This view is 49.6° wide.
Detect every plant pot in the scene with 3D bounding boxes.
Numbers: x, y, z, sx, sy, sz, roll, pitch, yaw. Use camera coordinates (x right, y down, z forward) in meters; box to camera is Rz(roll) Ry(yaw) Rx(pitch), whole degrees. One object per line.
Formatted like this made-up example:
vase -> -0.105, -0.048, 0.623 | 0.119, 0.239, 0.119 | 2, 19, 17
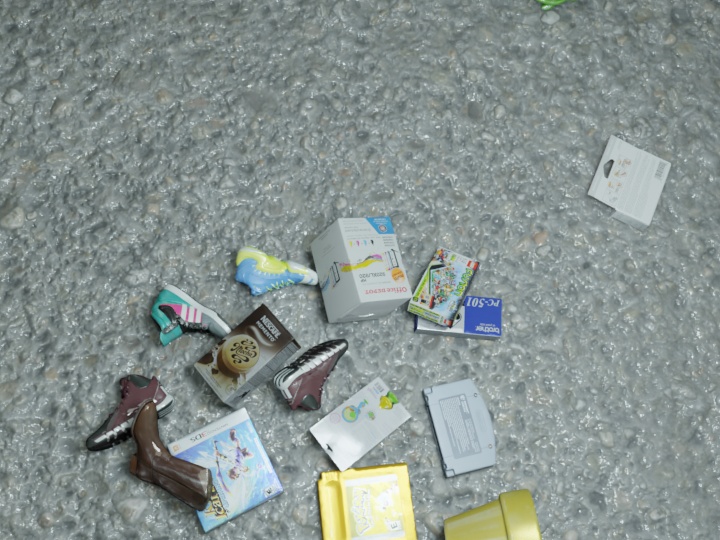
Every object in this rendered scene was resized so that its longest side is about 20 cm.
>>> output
plant pot -> 0.274, 0.565, 1.602 | 0.188, 0.201, 0.201 | -11, 72, 6

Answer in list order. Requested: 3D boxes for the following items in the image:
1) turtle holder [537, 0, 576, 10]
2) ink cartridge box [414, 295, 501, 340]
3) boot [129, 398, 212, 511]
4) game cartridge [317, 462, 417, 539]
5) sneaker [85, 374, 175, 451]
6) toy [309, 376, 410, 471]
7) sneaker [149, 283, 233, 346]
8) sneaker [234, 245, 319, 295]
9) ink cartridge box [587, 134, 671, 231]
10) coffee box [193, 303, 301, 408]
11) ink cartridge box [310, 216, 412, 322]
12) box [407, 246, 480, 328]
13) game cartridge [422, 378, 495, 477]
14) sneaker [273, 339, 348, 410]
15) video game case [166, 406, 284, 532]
turtle holder -> 0.534, -0.799, 2.137 | 0.141, 0.132, 0.186 | -31, 77, -17
ink cartridge box -> 0.228, 0.106, 1.825 | 0.199, 0.044, 0.094 | 6, 71, -5
boot -> -0.372, 0.374, 1.576 | 0.200, 0.064, 0.187 | 19, 112, 25
game cartridge -> 0.013, 0.509, 1.663 | 0.199, 0.032, 0.177 | -4, 71, -10
sneaker -> -0.506, 0.292, 1.658 | 0.200, 0.076, 0.116 | -28, 71, -26
toy -> -0.001, 0.338, 1.713 | 0.200, 0.047, 0.115 | -35, 75, -21
sneaker -> -0.384, 0.126, 1.717 | 0.200, 0.084, 0.121 | 31, 65, 12
sneaker -> -0.197, 0.020, 1.797 | 0.200, 0.076, 0.105 | 20, 88, -1
ink cartridge box -> 0.684, -0.226, 2.001 | 0.176, 0.045, 0.200 | 27, 69, 2
coffee box -> -0.243, 0.184, 1.689 | 0.200, 0.080, 0.113 | -42, 70, -6
ink cartridge box -> 0.000, 0.000, 1.759 | 0.147, 0.145, 0.200 | -4, 70, -34
box -> 0.195, 0.036, 1.807 | 0.110, 0.035, 0.200 | 22, 48, 11
game cartridge -> 0.227, 0.349, 1.746 | 0.133, 0.040, 0.200 | -11, 73, -7
sneaker -> -0.095, 0.240, 1.726 | 0.200, 0.076, 0.116 | -30, 106, -32
video game case -> -0.285, 0.419, 1.649 | 0.181, 0.045, 0.200 | -25, 76, -14
